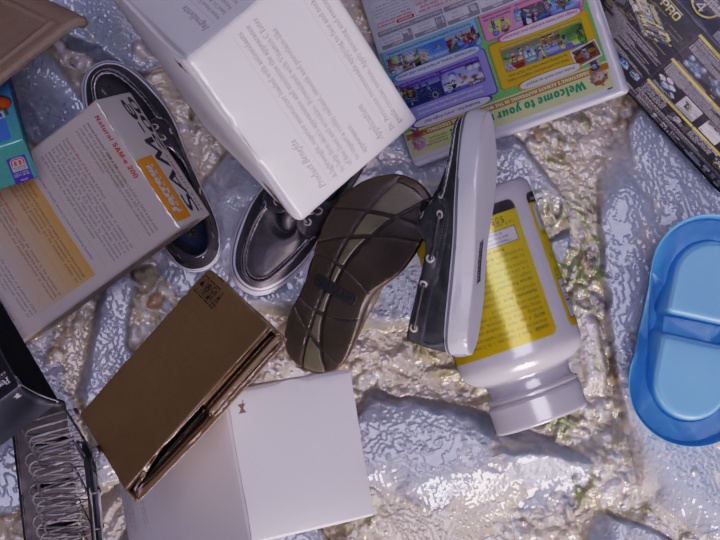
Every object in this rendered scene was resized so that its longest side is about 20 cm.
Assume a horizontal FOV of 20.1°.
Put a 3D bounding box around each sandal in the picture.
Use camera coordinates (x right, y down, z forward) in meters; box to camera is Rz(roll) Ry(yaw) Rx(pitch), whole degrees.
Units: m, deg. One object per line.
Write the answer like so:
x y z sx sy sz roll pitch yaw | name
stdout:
0.000 0.000 1.717 0.081 0.055 0.201 30 117 11 | sandal

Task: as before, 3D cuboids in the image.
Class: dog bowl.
0.291 0.052 1.758 0.111 0.050 0.201 12 87 -3 | dog bowl

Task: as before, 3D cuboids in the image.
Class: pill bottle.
0.122 0.032 1.717 0.111 0.111 0.201 -19 88 -5 | pill bottle

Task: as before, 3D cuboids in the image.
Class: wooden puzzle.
-0.349 -0.179 1.660 0.184 0.037 0.200 28 53 35 | wooden puzzle

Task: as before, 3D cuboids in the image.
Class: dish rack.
-0.238 0.192 1.634 0.054 0.200 0.154 -9 104 -16 | dish rack

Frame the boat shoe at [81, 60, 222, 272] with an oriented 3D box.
-0.178 -0.090 1.725 0.070 0.066 0.201 -24 89 -5 | boat shoe

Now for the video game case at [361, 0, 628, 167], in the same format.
0.109 -0.206 1.734 0.199 0.022 0.183 -19 88 20 | video game case

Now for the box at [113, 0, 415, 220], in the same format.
-0.088 -0.183 1.633 0.131 0.200 0.199 -40 133 -5 | box

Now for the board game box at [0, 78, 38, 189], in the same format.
-0.357 -0.128 1.665 0.151 0.045 0.201 -19 45 -5 | board game box

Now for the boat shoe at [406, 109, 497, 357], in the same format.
0.072 -0.031 1.635 0.056 0.069 0.201 7 98 16 | boat shoe

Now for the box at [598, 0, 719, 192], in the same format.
0.281 -0.172 1.712 0.049 0.161 0.200 -43 89 -20 | box

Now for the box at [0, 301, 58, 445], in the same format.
-0.365 0.102 1.622 0.200 0.079 0.142 -36 67 5 | box

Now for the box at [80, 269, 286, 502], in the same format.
-0.143 0.085 1.583 0.021 0.200 0.164 42 88 -22 | box

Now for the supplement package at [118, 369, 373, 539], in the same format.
-0.100 0.155 1.636 0.121 0.200 0.121 -8 87 -34 | supplement package

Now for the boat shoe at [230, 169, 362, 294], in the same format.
-0.042 -0.067 1.726 0.070 0.066 0.200 39 85 -1 | boat shoe

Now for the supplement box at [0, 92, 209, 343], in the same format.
-0.243 -0.039 1.681 0.199 0.074 0.126 -33 90 19 | supplement box
